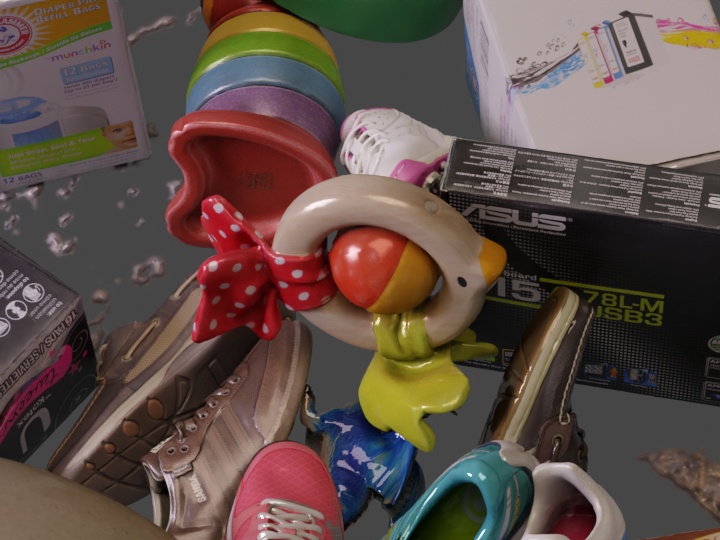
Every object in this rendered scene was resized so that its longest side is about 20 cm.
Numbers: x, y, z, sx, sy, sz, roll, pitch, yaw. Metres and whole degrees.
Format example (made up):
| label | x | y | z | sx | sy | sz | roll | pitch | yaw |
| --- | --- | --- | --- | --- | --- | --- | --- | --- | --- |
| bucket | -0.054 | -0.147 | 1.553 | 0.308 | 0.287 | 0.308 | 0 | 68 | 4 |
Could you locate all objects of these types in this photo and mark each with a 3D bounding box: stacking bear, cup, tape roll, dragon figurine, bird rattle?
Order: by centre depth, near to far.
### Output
| label | x | y | z | sx | sy | sz | roll | pitch | yaw |
| --- | --- | --- | --- | --- | --- | --- | --- | --- | --- |
| cup | -0.159 | 0.211 | 1.522 | 0.142 | 0.201 | 0.201 | 6 | 59 | 1 |
| bird rattle | 0.000 | 0.000 | 1.591 | 0.200 | 0.163 | 0.113 | 36 | 43 | -4 |
| dragon figurine | 0.007 | 0.127 | 1.640 | 0.099 | 0.059 | 0.201 | 7 | 58 | 8 |
| stacking bear | -0.066 | -0.127 | 1.777 | 0.113 | 0.122 | 0.201 | 4 | 50 | -3 |
| tape roll | -0.011 | -0.238 | 1.818 | 0.199 | 0.048 | 0.201 | 20 | 38 | -16 |

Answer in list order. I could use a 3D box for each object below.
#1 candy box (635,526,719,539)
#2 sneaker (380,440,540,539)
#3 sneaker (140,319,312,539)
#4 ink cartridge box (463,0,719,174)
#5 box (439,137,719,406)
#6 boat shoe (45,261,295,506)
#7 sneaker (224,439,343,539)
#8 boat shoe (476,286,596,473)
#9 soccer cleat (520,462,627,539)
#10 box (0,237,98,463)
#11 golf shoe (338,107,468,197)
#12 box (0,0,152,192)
| label | x | y | z | sx | sy | sz | roll | pitch | yaw |
| --- | --- | --- | --- | --- | --- | --- | --- | --- | --- |
| candy box | 0.217 | 0.234 | 1.521 | 0.116 | 0.057 | 0.200 | -7 | 39 | -18 |
| sneaker | 0.027 | 0.177 | 1.556 | 0.077 | 0.080 | 0.200 | 40 | 107 | 17 |
| sneaker | -0.090 | 0.110 | 1.633 | 0.075 | 0.070 | 0.201 | 24 | 67 | -8 |
| ink cartridge box | 0.159 | -0.104 | 1.723 | 0.144 | 0.148 | 0.201 | -13 | 59 | -5 |
| box | 0.149 | 0.005 | 1.629 | 0.199 | 0.194 | 0.048 | 9 | 59 | 8 |
| boat shoe | -0.127 | 0.071 | 1.685 | 0.073 | 0.075 | 0.200 | 27 | 61 | 39 |
| sneaker | -0.041 | 0.174 | 1.530 | 0.073 | 0.087 | 0.201 | 11 | 52 | -6 |
| boat shoe | 0.105 | 0.110 | 1.611 | 0.064 | 0.073 | 0.201 | 20 | 100 | -5 |
| soccer cleat | 0.105 | 0.198 | 1.482 | 0.069 | 0.086 | 0.201 | -9 | 49 | 23 |
| box | -0.274 | 0.079 | 1.654 | 0.132 | 0.115 | 0.200 | 34 | 67 | 20 |
| golf shoe | 0.019 | -0.061 | 1.686 | 0.091 | 0.200 | 0.076 | 30 | 98 | 6 |
| box | -0.209 | -0.156 | 1.744 | 0.112 | 0.200 | 0.102 | -13 | 58 | -5 |
